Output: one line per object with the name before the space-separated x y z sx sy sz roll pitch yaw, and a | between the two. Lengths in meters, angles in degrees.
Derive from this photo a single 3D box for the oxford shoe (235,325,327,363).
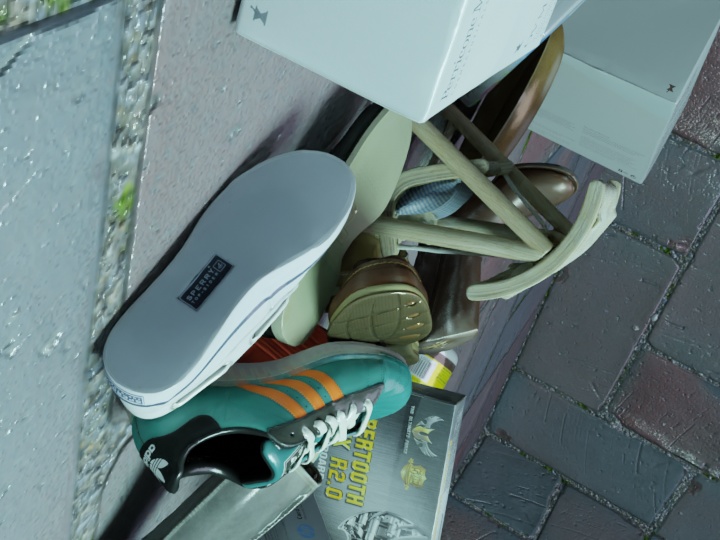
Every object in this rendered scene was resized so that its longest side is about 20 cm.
oxford shoe | -0.078 0.092 0.773 0.200 0.071 0.073 -21 148 -57

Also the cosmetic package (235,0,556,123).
cosmetic package | 0.052 -0.213 0.530 0.200 0.122 0.200 -39 153 -54

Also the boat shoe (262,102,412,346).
boat shoe | -0.027 -0.044 0.694 0.202 0.063 0.074 -60 150 -20

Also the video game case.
video game case | 0.175 -0.228 0.813 0.200 0.022 0.182 -45 -177 -13

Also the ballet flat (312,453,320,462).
ballet flat | -0.045 0.117 0.918 0.201 0.069 0.069 -55 169 23

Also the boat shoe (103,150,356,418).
boat shoe | -0.078 0.006 0.608 0.200 0.073 0.065 -44 164 -23

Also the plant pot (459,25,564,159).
plant pot | 0.152 -0.168 1.009 0.201 0.027 0.200 -61 -174 11

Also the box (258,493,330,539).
box | -0.092 0.251 0.864 0.156 0.041 0.201 -119 -138 -51

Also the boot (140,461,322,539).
boot | -0.114 0.208 0.747 0.200 0.072 0.182 -46 163 -11

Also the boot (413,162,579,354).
boot | 0.125 -0.006 0.999 0.064 0.185 0.201 46 44 -34

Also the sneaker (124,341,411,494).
sneaker | -0.048 0.101 0.645 0.199 0.080 0.072 -6 136 -26

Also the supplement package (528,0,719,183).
supplement package | 0.298 -0.242 1.185 0.148 0.190 0.200 -58 166 -16

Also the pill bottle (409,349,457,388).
pill bottle | 0.019 0.155 1.118 0.201 0.109 0.109 -59 166 -8

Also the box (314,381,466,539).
box | 0.008 0.203 0.977 0.048 0.157 0.202 -15 116 -70

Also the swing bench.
swing bench | 0.101 -0.055 0.830 0.130 0.199 0.199 -65 165 12

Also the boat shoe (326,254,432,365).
boat shoe | 0.011 0.022 0.711 0.200 0.071 0.068 85 0 -74

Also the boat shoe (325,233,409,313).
boat shoe | 0.000 0.000 0.884 0.200 0.071 0.077 4 88 -74
